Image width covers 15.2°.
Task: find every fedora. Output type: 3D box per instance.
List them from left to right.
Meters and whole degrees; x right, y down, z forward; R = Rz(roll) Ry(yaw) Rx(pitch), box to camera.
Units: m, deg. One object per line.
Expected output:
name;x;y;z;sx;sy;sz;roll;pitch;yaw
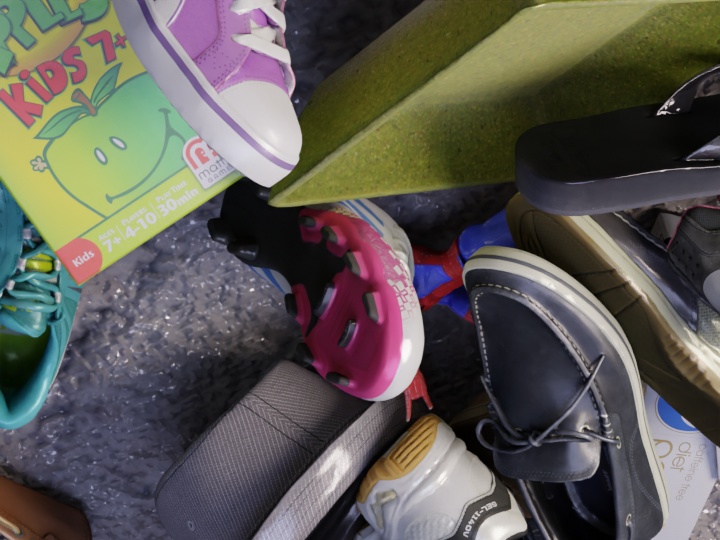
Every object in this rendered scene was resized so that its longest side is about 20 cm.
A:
fedora;-0.046;0.117;1.413;0.090;0.177;0.200;37;159;13

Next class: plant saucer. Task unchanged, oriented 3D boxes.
plant saucer;0.078;-0.098;1.231;0.200;0.048;0.200;-7;161;-41

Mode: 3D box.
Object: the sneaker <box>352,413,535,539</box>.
sneaker;0.046;0.144;1.398;0.076;0.088;0.200;-47;167;-9

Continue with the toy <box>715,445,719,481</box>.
toy;0.280;0.057;1.375;0.200;0.047;0.115;-1;140;9

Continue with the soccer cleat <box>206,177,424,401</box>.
soccer cleat;0.000;0.000;1.284;0.086;0.200;0.070;10;112;-30

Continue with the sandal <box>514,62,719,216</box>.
sandal;0.169;-0.068;1.246;0.200;0.076;0.043;-14;124;-18

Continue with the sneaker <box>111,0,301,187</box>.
sneaker;-0.051;-0.142;1.163;0.114;0.201;0.073;-32;161;17

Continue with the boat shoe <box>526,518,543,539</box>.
boat shoe;0.053;0.204;1.532;0.200;0.068;0.072;-37;122;21

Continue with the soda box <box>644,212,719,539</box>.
soda box;0.162;0.068;1.429;0.064;0.068;0.200;7;128;-15

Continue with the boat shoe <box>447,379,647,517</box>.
boat shoe;0.104;0.072;1.410;0.071;0.065;0.200;41;148;-4

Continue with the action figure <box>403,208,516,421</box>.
action figure;0.076;0.009;1.349;0.200;0.099;0.065;-23;165;21

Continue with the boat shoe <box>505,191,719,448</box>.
boat shoe;0.154;0.017;1.293;0.201;0.066;0.072;44;157;-13

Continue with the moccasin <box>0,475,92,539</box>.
moccasin;-0.237;0.137;1.439;0.201;0.078;0.074;30;121;-26

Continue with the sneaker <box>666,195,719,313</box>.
sneaker;0.219;-0.027;1.274;0.200;0.095;0.079;-27;145;-43

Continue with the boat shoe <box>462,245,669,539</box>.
boat shoe;0.096;0.071;1.296;0.075;0.062;0.200;7;136;35

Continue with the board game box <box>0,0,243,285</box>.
board game box;-0.145;-0.103;1.230;0.102;0.048;0.200;-33;113;2

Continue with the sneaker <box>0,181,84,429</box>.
sneaker;-0.159;-0.008;1.328;0.077;0.080;0.200;4;128;-9
